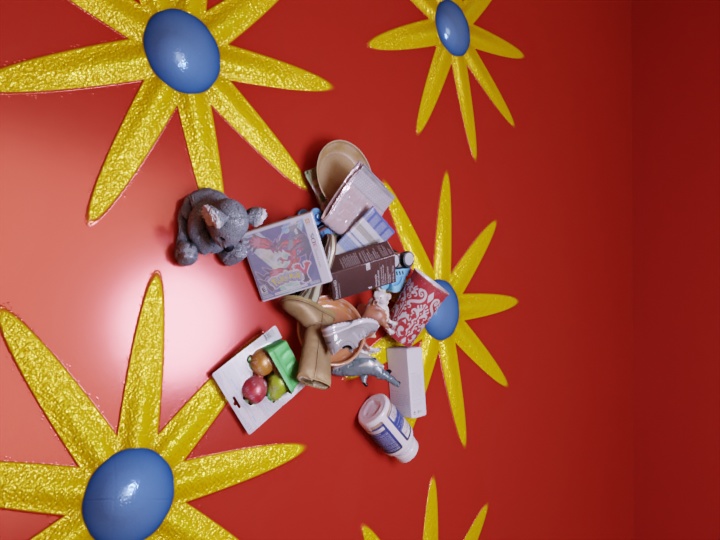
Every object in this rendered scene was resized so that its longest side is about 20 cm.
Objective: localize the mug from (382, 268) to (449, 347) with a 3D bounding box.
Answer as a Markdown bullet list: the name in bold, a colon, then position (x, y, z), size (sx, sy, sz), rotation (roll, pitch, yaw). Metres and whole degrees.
- **mug**: position (0.166, 0.116, 1.696), size (0.131, 0.177, 0.204), rotation (33, 97, 6)

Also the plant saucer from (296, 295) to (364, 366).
- **plant saucer**: position (-0.083, 0.168, 1.517), size (0.193, 0.038, 0.207), rotation (10, 59, -16)

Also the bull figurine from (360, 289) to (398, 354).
- **bull figurine**: position (0.038, 0.154, 1.592), size (0.121, 0.065, 0.201), rotation (39, 101, -10)

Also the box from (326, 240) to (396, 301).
- **box**: position (0.000, 0.000, 1.544), size (0.193, 0.076, 0.103), rotation (-16, 131, -10)

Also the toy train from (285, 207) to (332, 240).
- **toy train**: position (-0.162, -0.090, 1.491), size (0.198, 0.085, 0.118), rotation (-34, 113, -37)

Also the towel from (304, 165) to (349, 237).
- **towel**: position (-0.066, -0.212, 1.587), size (0.150, 0.023, 0.206), rotation (-30, 101, -36)

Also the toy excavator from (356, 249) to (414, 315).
- **toy excavator**: position (0.072, 0.046, 1.677), size (0.190, 0.098, 0.209), rotation (-7, 99, -39)

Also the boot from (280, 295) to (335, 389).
- **boot**: position (-0.139, 0.180, 1.414), size (0.170, 0.066, 0.206), rotation (21, 56, -23)

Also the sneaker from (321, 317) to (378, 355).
- **sneaker**: position (-0.026, 0.174, 1.464), size (0.196, 0.073, 0.085), rotation (-6, 85, -45)

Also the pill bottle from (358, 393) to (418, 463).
- **pill bottle**: position (0.087, 0.471, 1.632), size (0.202, 0.109, 0.112), rotation (53, 57, -23)

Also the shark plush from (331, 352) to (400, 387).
- **shark plush**: position (0.018, 0.289, 1.572), size (0.194, 0.091, 0.086), rotation (24, 73, -2)

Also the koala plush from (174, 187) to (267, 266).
- **koala plush**: position (-0.324, -0.112, 1.279), size (0.173, 0.197, 0.192), rotation (-1, 87, -39)

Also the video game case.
- **video game case**: position (-0.188, -0.033, 1.405), size (0.193, 0.023, 0.188), rotation (-16, 107, 6)

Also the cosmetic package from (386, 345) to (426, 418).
- **cosmetic package**: position (0.141, 0.339, 1.697), size (0.072, 0.100, 0.209), rotation (-1, 88, -39)

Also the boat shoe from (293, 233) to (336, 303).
- **boat shoe**: position (-0.124, -0.003, 1.465), size (0.073, 0.074, 0.209), rotation (15, 98, -26)

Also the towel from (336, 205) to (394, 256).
- **towel**: position (-0.002, -0.076, 1.572), size (0.200, 0.024, 0.146), rotation (-46, 140, 5)

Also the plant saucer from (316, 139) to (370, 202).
- **plant saucer**: position (-0.051, -0.264, 1.570), size (0.195, 0.035, 0.209), rotation (7, 78, -37)

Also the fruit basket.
- **fruit basket**: position (-0.250, 0.274, 1.396), size (0.198, 0.093, 0.189), rotation (-35, 108, -20)

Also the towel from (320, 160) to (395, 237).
- **towel**: position (-0.003, -0.175, 1.542), size (0.194, 0.032, 0.199), rotation (-55, 141, 1)
